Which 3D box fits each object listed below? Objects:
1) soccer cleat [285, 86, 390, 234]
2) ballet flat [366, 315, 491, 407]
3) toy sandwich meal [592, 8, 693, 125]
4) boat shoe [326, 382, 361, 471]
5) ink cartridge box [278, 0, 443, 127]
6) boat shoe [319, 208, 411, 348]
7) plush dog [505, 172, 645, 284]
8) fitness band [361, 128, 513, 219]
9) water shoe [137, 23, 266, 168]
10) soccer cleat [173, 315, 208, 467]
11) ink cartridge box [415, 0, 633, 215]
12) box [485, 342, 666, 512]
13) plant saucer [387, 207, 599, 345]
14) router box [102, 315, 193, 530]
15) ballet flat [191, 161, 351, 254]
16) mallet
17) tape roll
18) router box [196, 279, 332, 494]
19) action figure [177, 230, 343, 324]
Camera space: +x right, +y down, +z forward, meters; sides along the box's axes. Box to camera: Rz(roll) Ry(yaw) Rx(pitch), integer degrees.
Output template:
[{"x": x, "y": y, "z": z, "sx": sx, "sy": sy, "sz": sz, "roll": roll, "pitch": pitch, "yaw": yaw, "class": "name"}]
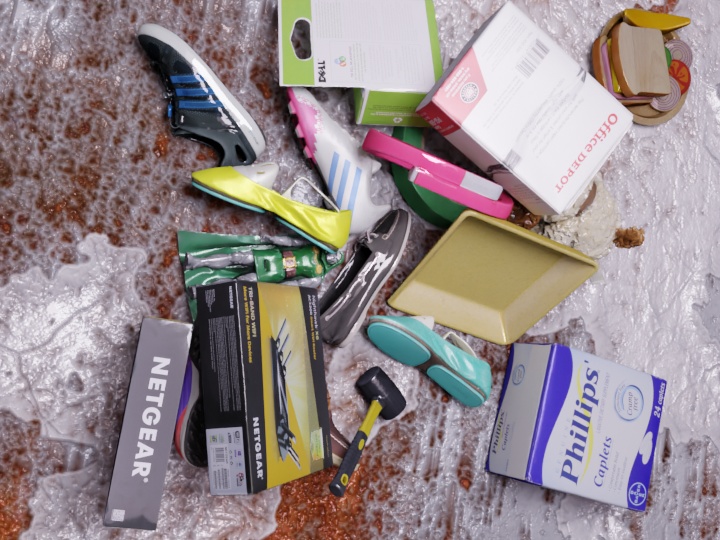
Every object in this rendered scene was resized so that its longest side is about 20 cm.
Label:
[{"x": -0.026, "y": -0.146, "z": 0.892, "sx": 0.086, "sy": 0.070, "sz": 0.201, "roll": -24, "pitch": 103, "yaw": -4, "class": "soccer cleat"}, {"x": 0.093, "y": 0.102, "z": 0.931, "sx": 0.200, "sy": 0.067, "sz": 0.071, "roll": 36, "pitch": 50, "yaw": -15, "class": "ballet flat"}, {"x": 0.444, "y": -0.320, "z": 1.088, "sx": 0.204, "sy": 0.070, "sz": 0.207, "roll": 2, "pitch": 85, "yaw": -21, "class": "toy sandwich meal"}, {"x": -0.064, "y": 0.160, "z": 0.852, "sx": 0.200, "sy": 0.072, "sz": 0.072, "roll": 42, "pitch": 85, "yaw": -6, "class": "boat shoe"}, {"x": -0.004, "y": -0.264, "z": 0.889, "sx": 0.198, "sy": 0.076, "sz": 0.149, "roll": 0, "pitch": 66, "yaw": -8, "class": "ink cartridge box"}, {"x": 0.000, "y": 0.000, "z": 0.894, "sx": 0.057, "sy": 0.067, "sz": 0.201, "roll": 32, "pitch": 79, "yaw": -22, "class": "boat shoe"}, {"x": 0.273, "y": -0.090, "z": 0.938, "sx": 0.172, "sy": 0.160, "sz": 0.201, "roll": 43, "pitch": 72, "yaw": -35, "class": "plush dog"}, {"x": 0.095, "y": -0.115, "z": 0.850, "sx": 0.199, "sy": 0.144, "sz": 0.038, "roll": 22, "pitch": 102, "yaw": -17, "class": "fitness band"}, {"x": -0.199, "y": -0.197, "z": 0.832, "sx": 0.200, "sy": 0.071, "sz": 0.079, "roll": 46, "pitch": 77, "yaw": -11, "class": "water shoe"}, {"x": -0.177, "y": 0.116, "z": 0.803, "sx": 0.068, "sy": 0.073, "sz": 0.202, "roll": 10, "pitch": 86, "yaw": -36, "class": "soccer cleat"}, {"x": 0.188, "y": -0.180, "z": 0.820, "sx": 0.200, "sy": 0.083, "sz": 0.147, "roll": 39, "pitch": 85, "yaw": -9, "class": "ink cartridge box"}, {"x": 0.296, "y": 0.212, "z": 0.971, "sx": 0.199, "sy": 0.105, "sz": 0.185, "roll": 18, "pitch": 79, "yaw": -18, "class": "box"}, {"x": 0.164, "y": 0.003, "z": 0.912, "sx": 0.199, "sy": 0.200, "sz": 0.049, "roll": 20, "pitch": 47, "yaw": -19, "class": "plant saucer"}, {"x": -0.223, "y": 0.152, "z": 0.747, "sx": 0.052, "sy": 0.157, "sz": 0.202, "roll": 11, "pitch": 81, "yaw": -16, "class": "router box"}, {"x": -0.098, "y": -0.089, "z": 0.837, "sx": 0.199, "sy": 0.067, "sz": 0.067, "roll": 26, "pitch": 96, "yaw": -16, "class": "ballet flat"}, {"x": -0.001, "y": 0.183, "z": 0.838, "sx": 0.066, "sy": 0.041, "sz": 0.200, "roll": 56, "pitch": 30, "yaw": -5, "class": "mallet"}, {"x": 0.139, "y": -0.157, "z": 0.970, "sx": 0.199, "sy": 0.048, "sz": 0.202, "roll": 2, "pitch": 85, "yaw": -21, "class": "tape roll"}, {"x": -0.095, "y": 0.116, "z": 0.737, "sx": 0.157, "sy": 0.052, "sz": 0.202, "roll": 8, "pitch": 74, "yaw": -64, "class": "router box"}, {"x": -0.112, "y": -0.005, "z": 0.862, "sx": 0.199, "sy": 0.055, "sz": 0.119, "roll": -9, "pitch": 86, "yaw": -25, "class": "action figure"}]
